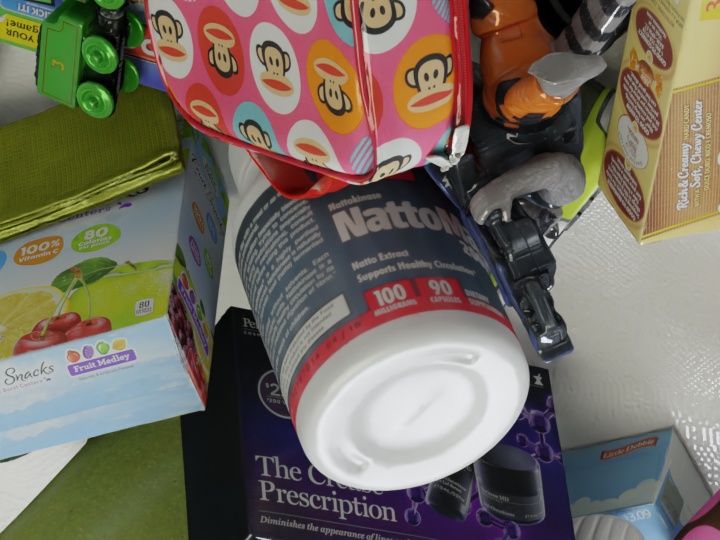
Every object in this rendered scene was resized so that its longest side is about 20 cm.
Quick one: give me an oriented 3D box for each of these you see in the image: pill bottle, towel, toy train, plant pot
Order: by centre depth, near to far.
[{"bbox_3d":[0.000,0.000,1.394,0.119,0.201,0.120,-13,139,-12],"label":"pill bottle"},{"bbox_3d":[-0.136,-0.165,1.409,0.056,0.042,0.201,23,132,15],"label":"toy train"},{"bbox_3d":[-0.193,-0.051,1.479,0.199,0.086,0.018,-20,136,4],"label":"towel"},{"bbox_3d":[-0.130,0.177,1.585,0.199,0.184,0.202,20,127,30],"label":"plant pot"}]

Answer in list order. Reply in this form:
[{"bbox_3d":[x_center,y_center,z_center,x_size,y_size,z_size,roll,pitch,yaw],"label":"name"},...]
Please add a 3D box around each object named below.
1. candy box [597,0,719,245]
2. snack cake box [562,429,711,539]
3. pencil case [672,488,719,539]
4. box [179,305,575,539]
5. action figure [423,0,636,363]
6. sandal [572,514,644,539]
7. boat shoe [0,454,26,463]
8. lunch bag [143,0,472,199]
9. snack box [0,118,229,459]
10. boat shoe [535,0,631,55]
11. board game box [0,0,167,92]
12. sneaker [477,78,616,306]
[{"bbox_3d":[0.189,-0.112,1.321,0.115,0.055,0.201,-10,134,-20],"label":"candy box"},{"bbox_3d":[0.113,0.173,1.607,0.199,0.067,0.115,-15,122,29],"label":"snack cake box"},{"bbox_3d":[0.246,0.126,1.464,0.090,0.094,0.200,32,110,-12],"label":"pencil case"},{"bbox_3d":[0.009,0.112,1.469,0.199,0.142,0.079,11,140,-26],"label":"box"},{"bbox_3d":[0.090,-0.063,1.312,0.104,0.201,0.194,-17,151,-15],"label":"action figure"},{"bbox_3d":[0.075,0.200,1.549,0.205,0.080,0.059,-19,144,19],"label":"sandal"},{"bbox_3d":[-0.183,0.062,1.594,0.073,0.062,0.200,39,130,-12],"label":"boat shoe"},{"bbox_3d":[-0.029,-0.118,1.309,0.200,0.082,0.178,24,126,51],"label":"lunch bag"},{"bbox_3d":[-0.162,0.011,1.466,0.167,0.201,0.068,-15,121,10],"label":"snack box"},{"bbox_3d":[0.082,-0.188,1.332,0.074,0.062,0.201,-12,121,30],"label":"boat shoe"},{"bbox_3d":[-0.097,-0.155,1.446,0.199,0.029,0.135,16,130,7],"label":"board game box"},{"bbox_3d":[0.073,-0.041,1.457,0.081,0.074,0.200,38,125,1],"label":"sneaker"}]
